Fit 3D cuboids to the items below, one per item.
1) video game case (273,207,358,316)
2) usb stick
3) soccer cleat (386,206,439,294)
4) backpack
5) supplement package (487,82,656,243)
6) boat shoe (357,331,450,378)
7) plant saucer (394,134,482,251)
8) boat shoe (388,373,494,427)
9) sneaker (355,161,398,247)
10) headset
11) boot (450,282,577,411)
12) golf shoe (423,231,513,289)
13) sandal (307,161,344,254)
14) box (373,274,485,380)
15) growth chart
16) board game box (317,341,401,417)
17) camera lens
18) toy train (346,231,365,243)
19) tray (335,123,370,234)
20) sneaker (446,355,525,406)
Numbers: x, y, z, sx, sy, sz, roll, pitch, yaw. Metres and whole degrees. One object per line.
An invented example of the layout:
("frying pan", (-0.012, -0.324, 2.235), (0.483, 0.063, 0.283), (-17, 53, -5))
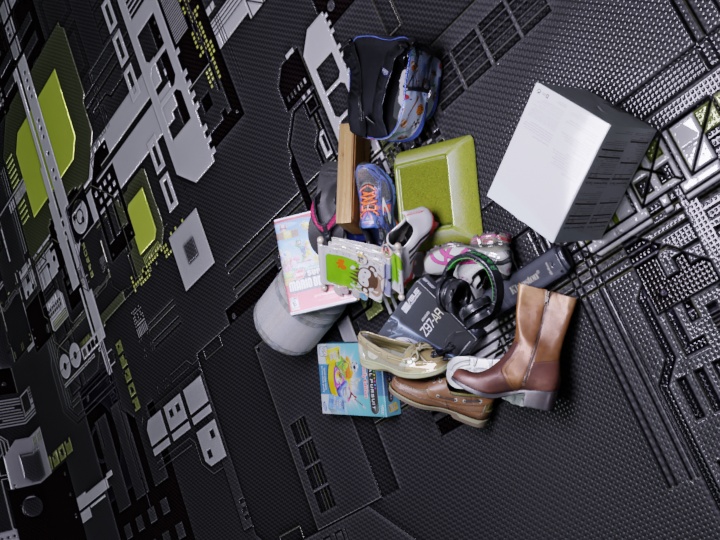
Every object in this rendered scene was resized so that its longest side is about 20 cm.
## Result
("video game case", (-0.090, -0.021, 1.817), (0.141, 0.017, 0.203), (-13, 78, 7))
("usb stick", (0.290, 0.022, 1.584), (0.200, 0.032, 0.056), (-38, 66, 41))
("soccer cleat", (0.075, -0.037, 1.700), (0.069, 0.084, 0.201), (55, 133, 34))
("backpack", (0.057, -0.341, 1.718), (0.199, 0.153, 0.193), (19, 99, 50))
("supplement package", (0.334, -0.170, 1.437), (0.152, 0.149, 0.202), (41, 121, 35))
("boat shoe", (0.078, 0.155, 1.698), (0.199, 0.073, 0.064), (6, 114, 40))
("plant saucer", (0.135, -0.143, 1.723), (0.198, 0.047, 0.203), (-7, 88, 46))
("boat shoe", (0.153, 0.223, 1.679), (0.197, 0.072, 0.069), (16, 114, 8))
("sneaker", (0.030, -0.116, 1.770), (0.074, 0.078, 0.202), (-3, 115, 31))
("headset", (0.178, 0.065, 1.590), (0.123, 0.093, 0.202), (37, 126, 34))
("boot", (0.259, 0.122, 1.536), (0.186, 0.068, 0.203), (10, 90, 22))
("golf shoe", (0.191, -0.009, 1.649), (0.199, 0.072, 0.094), (-14, 72, 47))
("sandal", (-0.068, -0.124, 1.799), (0.074, 0.045, 0.203), (2, 80, 10))
("box", (0.124, 0.134, 1.730), (0.160, 0.043, 0.201), (45, 125, 14))
("growth chart", (0.000, 0.000, 1.717), (0.198, 0.018, 0.146), (8, 125, 29))
("board game box", (-0.006, 0.226, 1.903), (0.199, 0.047, 0.153), (-7, 88, 47))
("camera lens", (-0.126, 0.072, 1.935), (0.200, 0.159, 0.161), (-50, 59, 36))
("toy train", (-0.038, -0.062, 1.896), (0.116, 0.084, 0.203), (-35, 69, 54))
("tray", (-0.013, -0.182, 1.810), (0.037, 0.099, 0.203), (-3, 78, 19))
("sneaker", (0.256, 0.192, 1.612), (0.198, 0.080, 0.078), (14, 89, 25))
